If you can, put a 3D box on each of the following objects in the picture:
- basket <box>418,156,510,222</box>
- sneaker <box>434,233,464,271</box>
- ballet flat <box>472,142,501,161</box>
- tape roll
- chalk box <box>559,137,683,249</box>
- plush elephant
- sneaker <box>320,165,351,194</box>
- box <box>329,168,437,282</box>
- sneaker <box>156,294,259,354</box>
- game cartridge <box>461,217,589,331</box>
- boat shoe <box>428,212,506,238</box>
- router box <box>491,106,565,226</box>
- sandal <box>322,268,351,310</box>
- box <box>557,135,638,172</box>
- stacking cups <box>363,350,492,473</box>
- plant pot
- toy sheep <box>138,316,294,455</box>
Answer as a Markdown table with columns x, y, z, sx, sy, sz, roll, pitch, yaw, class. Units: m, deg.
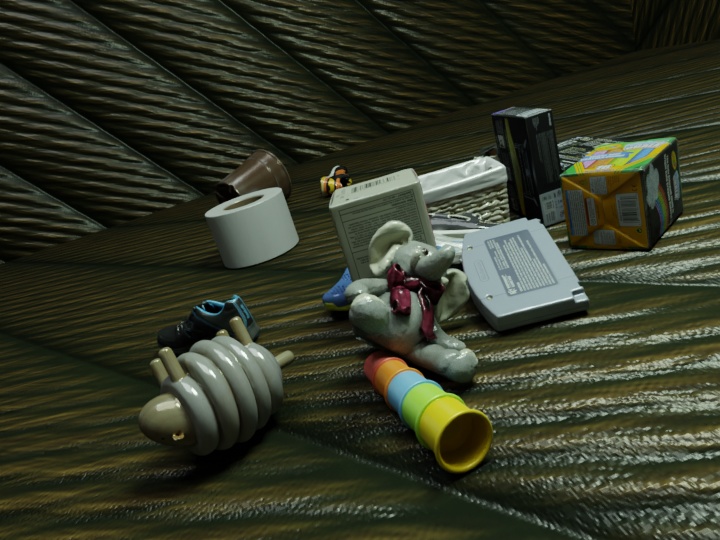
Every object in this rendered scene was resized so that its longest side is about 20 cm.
| x | y | z | sx | sy | sz | roll | pitch | yaw | class |
| --- | --- | --- | --- | --- | --- | --- | --- | --- | --- |
| 0.180 | -0.126 | 1.045 | 0.199 | 0.124 | 0.136 | -17 | 20 | 3 | basket |
| 0.177 | -0.022 | 0.875 | 0.199 | 0.072 | 0.073 | 1 | 68 | 23 | sneaker |
| 0.280 | -0.237 | 1.171 | 0.068 | 0.068 | 0.200 | -35 | -2 | -10 | ballet flat |
| -0.269 | -0.108 | 1.355 | 0.202 | 0.140 | 0.203 | -15 | 19 | 5 | tape roll |
| 0.420 | -0.129 | 0.849 | 0.124 | 0.125 | 0.200 | 4 | 28 | 46 | chalk box |
| 0.066 | 0.027 | 0.662 | 0.155 | 0.164 | 0.200 | -63 | 12 | -10 | plush elephant |
| -0.064 | -0.301 | 1.824 | 0.090 | 0.070 | 0.200 | 6 | 27 | 18 | sneaker |
| 0.045 | -0.029 | 0.782 | 0.127 | 0.201 | 0.109 | -15 | 19 | 5 | box |
| -0.265 | 0.088 | 0.912 | 0.199 | 0.082 | 0.073 | -11 | 22 | 21 | sneaker |
| 0.212 | 0.001 | 0.746 | 0.133 | 0.042 | 0.200 | -18 | 34 | 10 | game cartridge |
| 0.180 | -0.072 | 0.936 | 0.199 | 0.074 | 0.061 | -2 | 66 | 23 | boat shoe |
| 0.313 | -0.197 | 1.006 | 0.052 | 0.201 | 0.157 | -18 | 20 | -2 | router box |
| 0.000 | 0.000 | 0.918 | 0.079 | 0.087 | 0.200 | 0 | 28 | 36 | sandal |
| 0.430 | -0.201 | 1.086 | 0.163 | 0.086 | 0.200 | -20 | 20 | -7 | box |
| 0.056 | 0.128 | 0.561 | 0.060 | 0.061 | 0.200 | -23 | 20 | -15 | stacking cups |
| -0.374 | -0.279 | 1.853 | 0.200 | 0.201 | 0.198 | 3 | 36 | 44 | plant pot |
| -0.157 | 0.135 | 0.625 | 0.200 | 0.139 | 0.138 | -25 | 20 | -37 | toy sheep |
